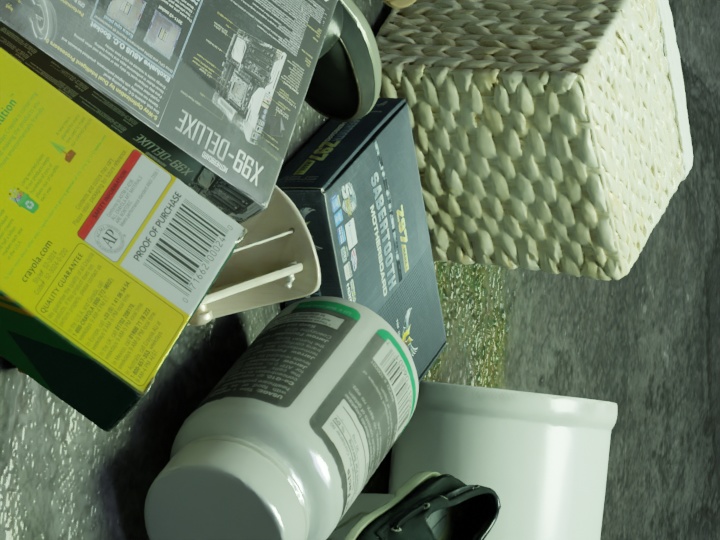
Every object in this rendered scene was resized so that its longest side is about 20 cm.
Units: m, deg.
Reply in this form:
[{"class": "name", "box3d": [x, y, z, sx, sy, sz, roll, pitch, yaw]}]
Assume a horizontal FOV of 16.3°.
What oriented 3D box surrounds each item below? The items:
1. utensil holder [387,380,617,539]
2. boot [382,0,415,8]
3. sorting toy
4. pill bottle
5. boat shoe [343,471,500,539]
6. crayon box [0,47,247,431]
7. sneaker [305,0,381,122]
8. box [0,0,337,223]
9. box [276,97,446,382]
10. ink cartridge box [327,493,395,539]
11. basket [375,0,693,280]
[{"class": "utensil holder", "box3d": [0.096, 0.189, 1.857, 0.170, 0.169, 0.202, 14, 82, -65]}, {"class": "boot", "box3d": [-0.022, -0.278, 1.629, 0.167, 0.072, 0.201, -115, -179, -50]}, {"class": "sorting toy", "box3d": [-0.136, -0.047, 1.402, 0.199, 0.106, 0.182, -19, 97, -53]}, {"class": "pill bottle", "box3d": [-0.049, 0.110, 1.562, 0.200, 0.112, 0.114, -49, 136, -54]}, {"class": "boat shoe", "box3d": [0.038, 0.192, 1.639, 0.199, 0.066, 0.075, -36, 123, -60]}, {"class": "crayon box", "box3d": [-0.171, -0.028, 1.268, 0.200, 0.051, 0.127, 37, 50, -8]}, {"class": "sneaker", "box3d": [-0.059, -0.149, 1.599, 0.201, 0.074, 0.107, 59, 43, -36]}, {"class": "box", "box3d": [-0.115, -0.141, 1.371, 0.199, 0.050, 0.159, 34, 55, -27]}, {"class": "box", "box3d": [0.000, 0.000, 1.757, 0.158, 0.051, 0.202, -50, 136, -56]}, {"class": "ink cartridge box", "box3d": [-0.017, 0.264, 1.701, 0.144, 0.083, 0.202, -23, 113, -63]}, {"class": "basket", "box3d": [0.123, -0.116, 1.855, 0.161, 0.197, 0.201, -58, 143, -41]}]
